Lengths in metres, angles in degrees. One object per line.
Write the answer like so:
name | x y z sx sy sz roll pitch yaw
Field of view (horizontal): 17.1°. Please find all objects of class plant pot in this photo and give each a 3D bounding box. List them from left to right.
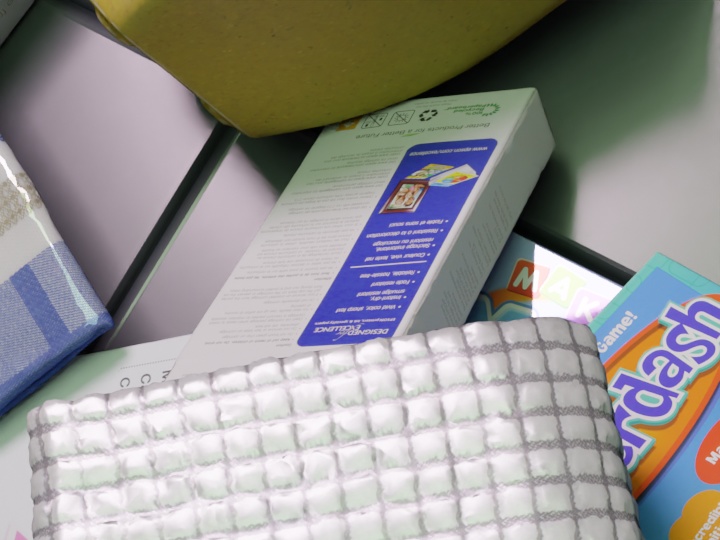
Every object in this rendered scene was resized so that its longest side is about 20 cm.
plant pot | -0.029 -0.172 0.959 0.200 0.196 0.194 -43 57 5

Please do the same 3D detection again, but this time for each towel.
towel | -0.202 -0.016 0.999 0.147 0.024 0.200 -39 72 15
towel | -0.003 0.115 0.776 0.200 0.086 0.166 -12 64 6

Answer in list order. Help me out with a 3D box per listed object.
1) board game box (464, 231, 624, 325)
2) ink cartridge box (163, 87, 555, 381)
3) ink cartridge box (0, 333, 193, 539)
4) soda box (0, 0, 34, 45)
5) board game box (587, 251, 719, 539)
board game box | 0.055 0.094 0.942 0.151 0.037 0.200 27 82 23
ink cartridge box | 0.000 0.000 0.923 0.095 0.037 0.200 -3 34 30
ink cartridge box | -0.091 0.127 0.944 0.200 0.043 0.196 -13 66 27
soda box | -0.172 -0.159 1.072 0.068 0.064 0.200 34 84 22
board game box | 0.130 0.095 0.829 0.152 0.045 0.200 -46 46 -13
